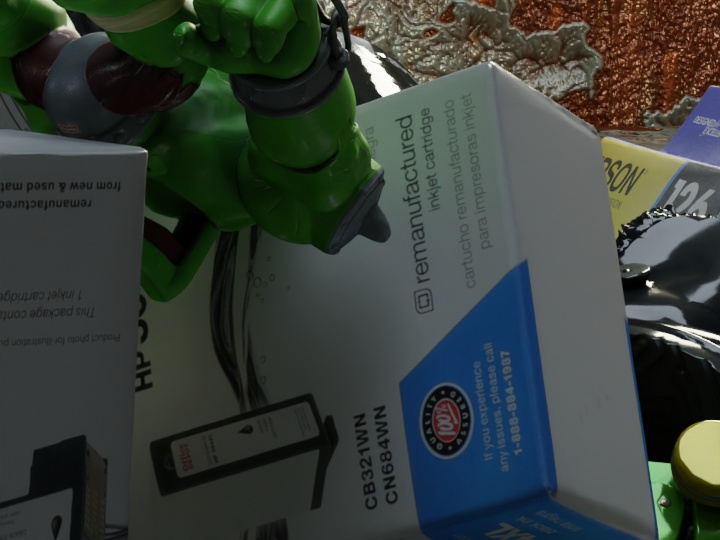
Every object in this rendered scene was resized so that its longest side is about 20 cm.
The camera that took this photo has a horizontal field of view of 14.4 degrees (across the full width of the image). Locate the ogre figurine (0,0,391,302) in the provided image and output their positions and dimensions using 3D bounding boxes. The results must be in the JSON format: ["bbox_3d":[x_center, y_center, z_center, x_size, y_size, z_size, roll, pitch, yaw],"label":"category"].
[{"bbox_3d":[-0.068,-0.060,0.861,0.199,0.120,0.098,-5,48,32],"label":"ogre figurine"}]

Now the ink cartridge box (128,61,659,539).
[{"bbox_3d":[-0.016,0.037,0.925,0.199,0.147,0.084,-18,-23,26],"label":"ink cartridge box"}]

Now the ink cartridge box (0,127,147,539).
[{"bbox_3d":[-0.140,0.058,0.827,0.084,0.201,0.146,-3,9,-43],"label":"ink cartridge box"}]

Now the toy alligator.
[{"bbox_3d":[0.114,0.091,0.996,0.199,0.059,0.054,0,52,-7],"label":"toy alligator"}]

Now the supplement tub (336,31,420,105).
[{"bbox_3d":[0.000,0.000,1.078,0.122,0.123,0.200,-2,28,-18],"label":"supplement tub"}]

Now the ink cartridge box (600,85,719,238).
[{"bbox_3d":[0.143,-0.012,1.418,0.047,0.201,0.198,31,-2,-16],"label":"ink cartridge box"}]

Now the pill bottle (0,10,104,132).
[{"bbox_3d":[-0.129,-0.081,1.201,0.199,0.112,0.112,-25,-4,25],"label":"pill bottle"}]

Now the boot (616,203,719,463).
[{"bbox_3d":[0.130,0.029,1.142,0.168,0.077,0.200,-28,17,-38],"label":"boot"}]
